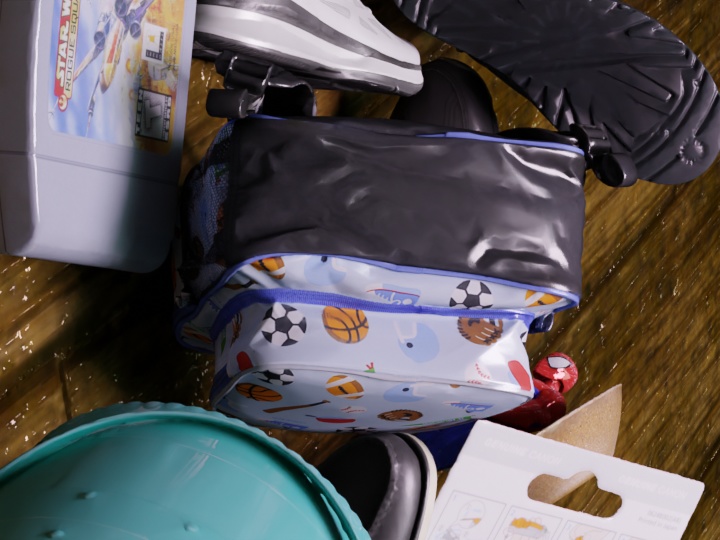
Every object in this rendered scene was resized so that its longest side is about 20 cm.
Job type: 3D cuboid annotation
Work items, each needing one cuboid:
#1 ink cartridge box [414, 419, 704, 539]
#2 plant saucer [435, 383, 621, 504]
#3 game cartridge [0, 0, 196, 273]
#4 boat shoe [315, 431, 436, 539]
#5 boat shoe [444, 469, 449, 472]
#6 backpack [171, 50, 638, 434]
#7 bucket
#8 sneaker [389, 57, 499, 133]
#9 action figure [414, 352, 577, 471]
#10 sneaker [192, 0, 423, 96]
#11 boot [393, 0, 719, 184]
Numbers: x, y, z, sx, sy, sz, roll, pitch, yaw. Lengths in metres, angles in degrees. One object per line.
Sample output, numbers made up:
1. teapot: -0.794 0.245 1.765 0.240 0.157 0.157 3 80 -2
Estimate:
1. ink cartridge box: 0.056 0.163 1.182 0.160 0.047 0.200 18 106 -38
2. plant saucer: 0.064 0.129 1.303 0.035 0.200 0.200 58 26 7
3. game cartridge: -0.117 -0.102 1.054 0.133 0.041 0.200 9 86 -69
4. boat shoe: -0.042 0.152 1.117 0.201 0.074 0.063 -50 137 11
5. boat shoe: 0.054 0.028 1.406 0.072 0.068 0.200 -64 170 -52
6. backpack: 0.000 0.000 1.124 0.190 0.200 0.154 159 -59 -73
7. bucket: -0.089 0.159 0.970 0.135 0.207 0.207 -59 145 -56
8. sneaker: 0.015 -0.017 1.282 0.079 0.075 0.200 15 92 -53
9. action figure: 0.051 0.090 1.338 0.200 0.065 0.052 -24 91 -39
10. sneaker: -0.020 -0.151 1.204 0.200 0.076 0.116 9 87 -62
11. boot: 0.107 -0.124 1.315 0.076 0.200 0.168 -59 178 11
